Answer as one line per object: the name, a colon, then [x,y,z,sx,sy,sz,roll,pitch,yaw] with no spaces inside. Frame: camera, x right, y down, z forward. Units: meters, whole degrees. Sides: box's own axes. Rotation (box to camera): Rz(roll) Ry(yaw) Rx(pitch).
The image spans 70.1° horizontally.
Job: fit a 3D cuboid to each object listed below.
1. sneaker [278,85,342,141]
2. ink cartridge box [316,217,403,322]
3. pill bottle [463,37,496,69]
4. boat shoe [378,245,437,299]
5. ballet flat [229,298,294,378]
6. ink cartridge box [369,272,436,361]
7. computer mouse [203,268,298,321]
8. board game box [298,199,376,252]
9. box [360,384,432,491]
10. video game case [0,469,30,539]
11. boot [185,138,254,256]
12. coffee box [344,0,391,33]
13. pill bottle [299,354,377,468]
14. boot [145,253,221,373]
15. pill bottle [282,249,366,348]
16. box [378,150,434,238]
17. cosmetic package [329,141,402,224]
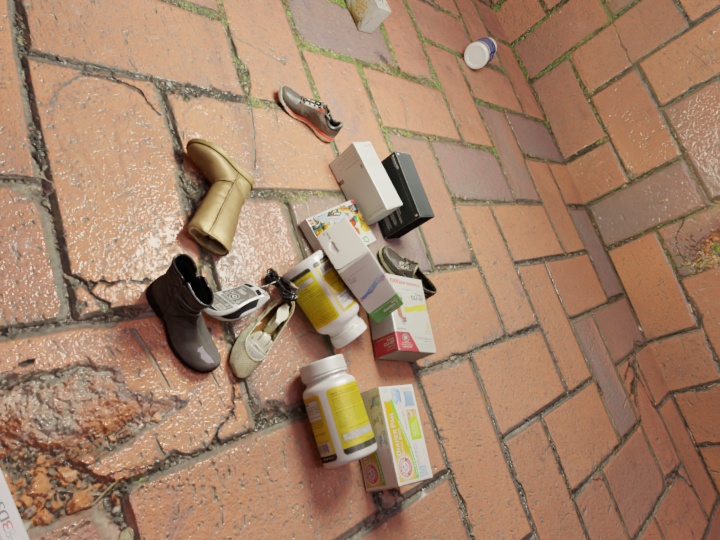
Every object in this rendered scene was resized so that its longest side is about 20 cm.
sneaker: [-0.128,-0.439,1.388,0.199,0.082,0.077,34,47,-27]
ink cartridge box: [0.000,0.000,1.158,0.200,0.084,0.145,55,0,-44]
pill bottle: [0.561,-1.012,2.377,0.116,0.115,0.200,52,42,-9]
boat shoe: [0.134,0.000,1.409,0.200,0.065,0.073,43,45,-17]
ballet flat: [-0.192,0.122,1.018,0.067,0.062,0.201,44,44,-17]
ink cartridge box: [0.099,0.119,1.292,0.144,0.083,0.202,11,60,-41]
computer mouse: [-0.224,0.057,1.023,0.199,0.044,0.109,-22,42,-40]
board game box: [-0.054,-0.096,1.300,0.200,0.035,0.127,-32,92,-49]
box: [0.063,0.358,1.105,0.112,0.101,0.202,7,63,-43]
video game case: [-0.504,0.359,0.600,0.199,0.023,0.183,-21,83,-48]
boot: [-0.311,-0.155,1.057,0.175,0.066,0.201,34,48,-26]
coffee box: [0.012,-0.959,1.802,0.079,0.114,0.201,-15,79,-47]
pill bottle: [-0.049,0.279,1.030,0.114,0.114,0.201,-6,72,-46]
boot: [-0.290,0.081,0.890,0.201,0.131,0.070,55,41,-5]
pill bottle: [-0.075,0.065,1.128,0.201,0.112,0.112,57,41,-4]
box: [0.104,-0.210,1.443,0.079,0.141,0.201,-8,74,-46]
cosmetic package: [0.014,-0.233,1.390,0.081,0.113,0.201,-20,80,-49]
